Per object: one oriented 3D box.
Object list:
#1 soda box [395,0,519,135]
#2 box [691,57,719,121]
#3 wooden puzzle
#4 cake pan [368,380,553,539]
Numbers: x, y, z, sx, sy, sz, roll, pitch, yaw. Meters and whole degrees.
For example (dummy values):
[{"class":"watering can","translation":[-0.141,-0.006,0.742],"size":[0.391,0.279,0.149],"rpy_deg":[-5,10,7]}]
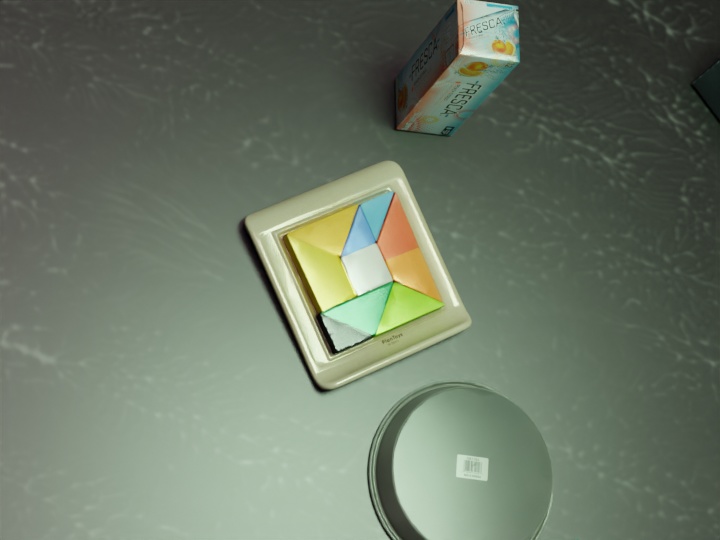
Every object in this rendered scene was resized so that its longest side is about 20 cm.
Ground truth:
[{"class":"soda box","translation":[0.097,-0.206,1.721],"size":[0.068,0.200,0.064],"rpy_deg":[5,72,-17]},{"class":"box","translation":[0.522,-0.203,1.892],"size":[0.199,0.124,0.197],"rpy_deg":[-34,87,-23]},{"class":"wooden puzzle","translation":[0.000,0.000,1.716],"size":[0.184,0.037,0.201],"rpy_deg":[-23,81,-22]},{"class":"cake pan","translation":[0.108,0.205,1.685],"size":[0.199,0.037,0.202],"rpy_deg":[5,72,-15]}]
